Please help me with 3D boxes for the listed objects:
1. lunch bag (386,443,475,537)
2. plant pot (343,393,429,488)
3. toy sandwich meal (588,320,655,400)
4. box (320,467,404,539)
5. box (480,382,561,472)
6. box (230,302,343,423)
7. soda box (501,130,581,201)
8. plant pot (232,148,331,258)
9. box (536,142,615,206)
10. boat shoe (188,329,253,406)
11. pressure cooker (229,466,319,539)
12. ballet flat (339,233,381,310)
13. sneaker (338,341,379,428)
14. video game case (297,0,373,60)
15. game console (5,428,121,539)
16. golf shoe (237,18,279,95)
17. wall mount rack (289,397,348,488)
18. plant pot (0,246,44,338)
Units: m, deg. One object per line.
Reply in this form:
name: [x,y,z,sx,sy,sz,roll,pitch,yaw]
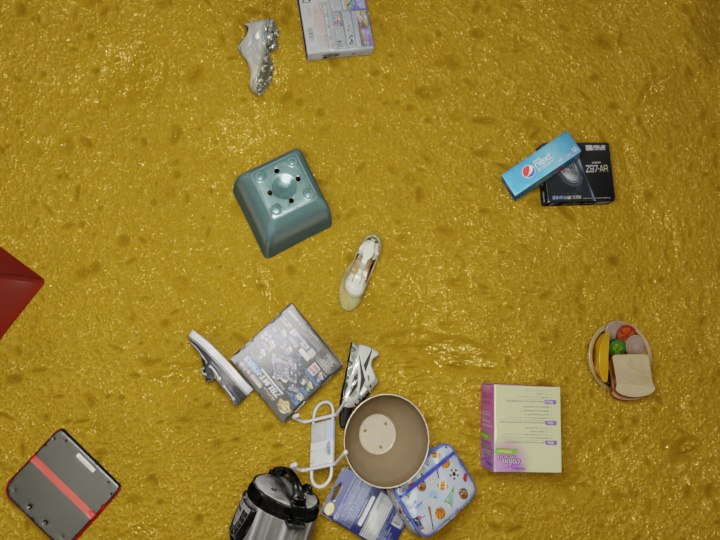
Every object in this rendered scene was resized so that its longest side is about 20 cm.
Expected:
lunch bag: [0.162,0.514,1.434,0.197,0.076,0.162,-29,84,-25]
plant pot: [0.049,0.390,1.420,0.195,0.134,0.206,1,81,-9]
toy sandwich meal: [0.682,0.232,1.571,0.199,0.070,0.211,1,82,-9]
box: [0.013,0.565,1.441,0.198,0.032,0.123,33,78,-6]
box: [0.392,0.383,1.493,0.171,0.097,0.206,3,81,-8]
box: [-0.175,0.219,1.453,0.198,0.050,0.201,-42,90,-11]
soda box: [0.466,-0.269,1.575,0.198,0.064,0.069,-34,76,8]
plant pot: [-0.181,-0.174,1.430,0.193,0.200,0.199,-27,86,-12]
box: [0.578,-0.259,1.637,0.194,0.044,0.165,-1,82,-8]
boat shoe: [-0.340,0.229,1.419,0.068,0.072,0.201,-43,97,-13]
pressure cooker: [-0.182,0.540,1.335,0.173,0.178,0.205,21,90,20]
ballet flat: [0.000,0.000,1.502,0.069,0.071,0.204,24,80,-4]
sneaker: [-0.001,0.280,1.458,0.086,0.074,0.205,14,81,-4]
video game case: [-0.068,-0.661,1.593,0.176,0.045,0.206,-8,84,-8]
game console: [-0.663,0.485,1.355,0.200,0.031,0.177,43,74,-2]
golf shoe: [-0.268,-0.540,1.544,0.095,0.078,0.205,6,75,10]
wall mount rack: [-0.081,0.377,1.378,0.171,0.074,0.204,-21,52,27]
plant pot: [-0.854,0.034,1.310,0.198,0.176,0.202,36,79,-2]
